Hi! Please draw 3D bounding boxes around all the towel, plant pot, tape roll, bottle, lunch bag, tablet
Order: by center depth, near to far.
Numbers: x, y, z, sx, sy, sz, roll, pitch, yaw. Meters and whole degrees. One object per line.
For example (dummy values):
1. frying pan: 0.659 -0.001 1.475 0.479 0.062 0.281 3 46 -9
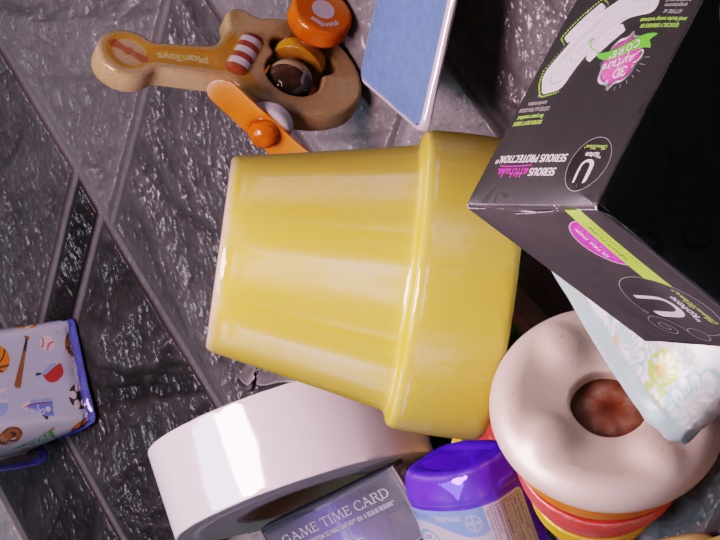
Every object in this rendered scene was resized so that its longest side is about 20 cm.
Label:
1. towel: 0.188 -0.024 1.605 0.171 0.048 0.200 -55 52 35
2. plant pot: 0.000 0.000 1.760 0.201 0.188 0.201 -171 90 -87
3. bottle: 0.095 0.212 1.786 0.083 0.065 0.200 -3 111 48
4. tablet: 0.044 -0.204 1.800 0.130 0.014 0.201 -133 51 -62
5. tape roll: -0.051 0.134 1.960 0.202 0.202 0.071 -38 68 58
6. lunch bag: -0.365 0.129 2.533 0.200 0.170 0.124 -24 75 59

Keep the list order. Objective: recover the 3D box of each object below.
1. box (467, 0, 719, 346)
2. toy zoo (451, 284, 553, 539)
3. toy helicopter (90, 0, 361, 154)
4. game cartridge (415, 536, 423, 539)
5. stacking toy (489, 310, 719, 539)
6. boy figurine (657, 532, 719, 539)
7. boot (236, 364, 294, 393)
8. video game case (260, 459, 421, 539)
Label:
1. box: 0.182 -0.078 1.441 0.124 0.148 0.200 4 61 60
2. toy zoo: 0.113 0.126 1.854 0.131 0.020 0.200 51 141 37
3. toy helicopter: -0.095 -0.135 1.935 0.079 0.199 0.133 118 148 -48
4. game cartridge: 0.060 0.252 1.891 0.130 0.038 0.200 51 131 -1
5. stacking toy: 0.150 0.133 1.716 0.146 0.146 0.200 58 160 31
6. boy figurine: 0.213 0.221 1.678 0.125 0.064 0.200 69 153 20
7. boot: -0.028 0.030 1.970 0.200 0.070 0.132 154 130 -70
8. video game case: 0.028 0.247 1.946 0.143 0.019 0.200 -29 92 39
